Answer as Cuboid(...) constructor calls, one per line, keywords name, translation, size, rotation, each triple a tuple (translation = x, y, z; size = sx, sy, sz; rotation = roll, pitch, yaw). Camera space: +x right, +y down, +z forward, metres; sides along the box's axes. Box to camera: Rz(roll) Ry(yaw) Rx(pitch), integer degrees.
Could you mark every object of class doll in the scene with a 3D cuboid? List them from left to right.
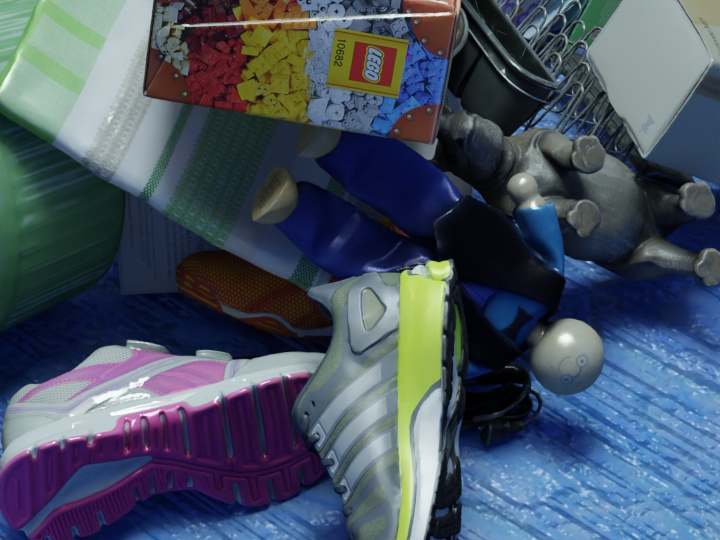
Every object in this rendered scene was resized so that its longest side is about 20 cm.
Cuboid(name="doll", translation=(0.040, 0.002, 1.478), size=(0.200, 0.137, 0.048), rotation=(33, 3, -15))

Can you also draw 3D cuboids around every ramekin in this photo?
Cuboid(name="ramekin", translation=(-0.213, -0.060, 1.559), size=(0.097, 0.201, 0.200), rotation=(-20, 43, -34))

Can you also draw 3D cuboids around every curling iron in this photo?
Cuboid(name="curling iron", translation=(-0.003, 0.060, 1.536), size=(0.199, 0.026, 0.050), rotation=(7, 37, 9))

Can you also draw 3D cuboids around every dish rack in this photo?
Cuboid(name="dish rack", translation=(0.113, -0.114, 1.655), size=(0.199, 0.055, 0.154), rotation=(15, 32, -41))

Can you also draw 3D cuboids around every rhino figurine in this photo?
Cuboid(name="rhino figurine", translation=(0.101, -0.045, 1.541), size=(0.199, 0.060, 0.087), rotation=(23, -8, -26))

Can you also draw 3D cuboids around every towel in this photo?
Cuboid(name="towel", translation=(-0.083, -0.090, 1.514), size=(0.199, 0.031, 0.150), rotation=(30, 47, -13))

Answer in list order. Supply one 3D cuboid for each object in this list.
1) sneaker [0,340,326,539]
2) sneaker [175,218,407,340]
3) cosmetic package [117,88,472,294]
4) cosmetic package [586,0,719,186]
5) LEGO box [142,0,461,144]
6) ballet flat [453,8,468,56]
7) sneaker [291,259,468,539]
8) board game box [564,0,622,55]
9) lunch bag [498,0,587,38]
Cuboid(name="sneaker", translation=(-0.096, 0.071, 1.482), size=(0.199, 0.082, 0.088), rotation=(-9, 36, -17))
Cuboid(name="sneaker", translation=(0.000, 0.000, 1.560), size=(0.199, 0.078, 0.073), rotation=(4, 11, -2))
Cuboid(name="cosmetic package", translation=(-0.039, -0.051, 1.627), size=(0.199, 0.085, 0.108), rotation=(-4, 36, -3))
Cuboid(name="cosmetic package", translation=(0.235, -0.090, 1.607), size=(0.199, 0.071, 0.105), rotation=(16, 31, -32))
Cuboid(name="LEGO box", translation=(-0.024, -0.154, 1.478), size=(0.148, 0.077, 0.200), rotation=(10, 30, -1))
Cuboid(name="ballet flat", translation=(-0.023, -0.137, 1.620), size=(0.199, 0.064, 0.068), rotation=(14, 61, 26))
Cuboid(name="sneaker", translation=(0.007, 0.093, 1.418), size=(0.081, 0.074, 0.201), rotation=(0, 71, 15))
Cuboid(name="board game box", translation=(0.193, -0.231, 1.755), size=(0.029, 0.200, 0.135), rotation=(29, 44, 2))
Cuboid(name="lunch bag", translation=(0.055, -0.211, 1.780), size=(0.200, 0.128, 0.169), rotation=(-38, 44, -24))
